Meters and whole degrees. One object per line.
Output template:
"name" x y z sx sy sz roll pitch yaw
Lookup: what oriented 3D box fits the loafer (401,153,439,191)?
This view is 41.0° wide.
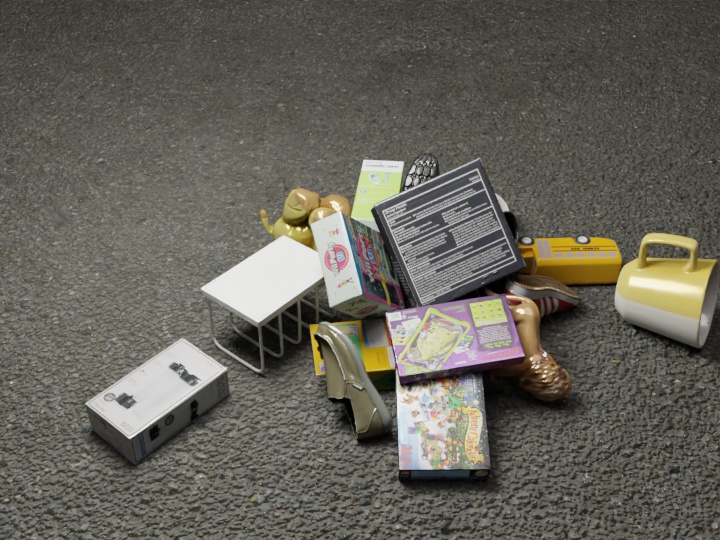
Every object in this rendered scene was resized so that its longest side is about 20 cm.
"loafer" 0.107 -0.116 1.791 0.067 0.203 0.070 10 -3 8

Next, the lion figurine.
"lion figurine" 0.267 0.115 1.559 0.122 0.202 0.072 -14 -5 31

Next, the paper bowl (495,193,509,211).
"paper bowl" 0.191 -0.109 1.877 0.198 0.105 0.202 -1 38 1

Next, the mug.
"mug" 0.527 0.026 1.655 0.152 0.189 0.149 12 12 29

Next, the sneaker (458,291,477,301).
"sneaker" 0.189 0.106 1.640 0.088 0.074 0.200 26 34 -2

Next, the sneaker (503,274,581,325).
"sneaker" 0.303 0.072 1.688 0.199 0.113 0.071 7 23 -44

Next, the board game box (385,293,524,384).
"board game box" 0.147 0.106 1.514 0.198 0.032 0.121 -8 51 -5

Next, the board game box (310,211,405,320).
"board game box" 0.000 0.000 1.625 0.064 0.200 0.149 -21 72 20

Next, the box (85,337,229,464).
"box" -0.316 0.202 1.520 0.116 0.061 0.200 27 46 31

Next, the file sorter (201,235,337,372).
"file sorter" -0.148 0.058 1.650 0.138 0.125 0.200 27 45 32

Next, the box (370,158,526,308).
"box" 0.146 -0.057 1.638 0.198 0.200 0.123 -23 2 -3

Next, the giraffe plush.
"giraffe plush" -0.076 -0.081 1.832 0.199 0.174 0.162 -13 10 45

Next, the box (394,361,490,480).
"box" 0.122 0.220 1.472 0.135 0.038 0.202 -1 53 0

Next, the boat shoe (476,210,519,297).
"boat shoe" 0.249 -0.016 1.733 0.073 0.063 0.203 26 56 -30

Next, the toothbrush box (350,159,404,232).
"toothbrush box" 0.035 -0.095 1.826 0.085 0.147 0.201 4 39 7

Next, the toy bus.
"toy bus" 0.376 -0.017 1.790 0.198 0.066 0.079 -1 40 -2

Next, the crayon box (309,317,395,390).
"crayon box" 0.019 0.140 1.604 0.198 0.052 0.126 -4 39 -6

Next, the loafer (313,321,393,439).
"loafer" -0.024 0.173 1.494 0.069 0.075 0.201 -28 78 -15
